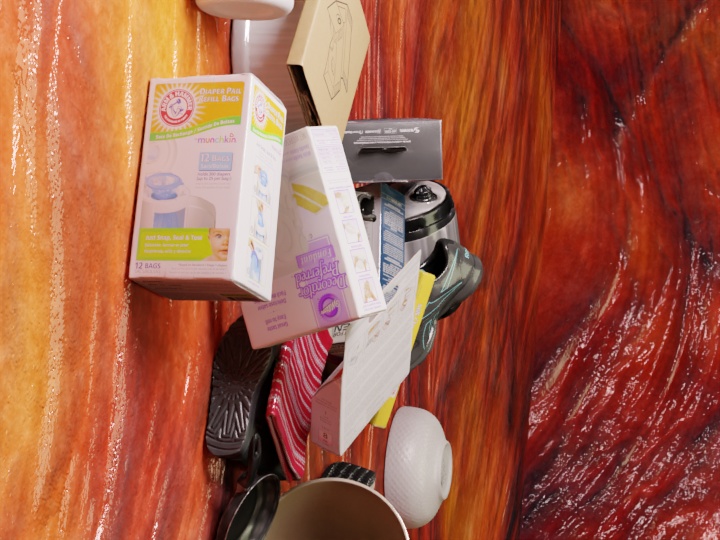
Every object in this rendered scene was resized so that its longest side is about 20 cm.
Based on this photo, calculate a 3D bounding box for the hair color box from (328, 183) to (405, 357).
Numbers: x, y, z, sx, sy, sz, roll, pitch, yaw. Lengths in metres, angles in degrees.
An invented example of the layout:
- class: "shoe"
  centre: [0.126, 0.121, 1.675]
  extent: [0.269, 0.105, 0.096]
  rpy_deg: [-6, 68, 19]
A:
- class: "hair color box"
  centre: [0.000, 0.000, 1.761]
  extent: [0.060, 0.099, 0.202]
  rpy_deg: [26, 60, -50]

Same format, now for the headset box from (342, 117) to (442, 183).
- class: "headset box"
  centre: [0.021, -0.151, 1.761]
  extent: [0.200, 0.147, 0.078]
  rpy_deg: [-120, -152, -83]

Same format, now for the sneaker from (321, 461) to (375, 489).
- class: "sneaker"
  centre: [-0.035, 0.333, 1.898]
  extent: [0.200, 0.070, 0.094]
  rpy_deg: [-52, 159, -67]

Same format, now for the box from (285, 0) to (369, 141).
- class: "box"
  centre: [-0.033, -0.243, 1.558]
  extent: [0.164, 0.021, 0.202]
  rpy_deg: [71, 27, -51]

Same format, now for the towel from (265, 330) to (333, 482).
- class: "towel"
  centre: [-0.068, 0.118, 1.591]
  extent: [0.145, 0.022, 0.202]
  rpy_deg: [78, 19, -49]

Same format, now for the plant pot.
- class: "plant pot"
  centre: [-0.036, 0.381, 1.720]
  extent: [0.201, 0.185, 0.189]
  rpy_deg: [92, 8, -58]

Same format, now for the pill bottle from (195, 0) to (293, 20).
- class: "pill bottle"
  centre: [-0.116, -0.367, 1.449]
  extent: [0.104, 0.103, 0.203]
  rpy_deg: [14, 78, -73]

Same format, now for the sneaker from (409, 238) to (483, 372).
- class: "sneaker"
  centre: [0.072, 0.045, 1.814]
  extent: [0.201, 0.075, 0.079]
  rpy_deg: [-54, 134, -6]

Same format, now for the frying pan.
- class: "frying pan"
  centre: [-0.131, 0.258, 1.532]
  extent: [0.116, 0.031, 0.191]
  rpy_deg: [-58, 156, -22]

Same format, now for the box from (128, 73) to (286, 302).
- class: "box"
  centre: [-0.145, -0.078, 1.360]
  extent: [0.101, 0.111, 0.203]
  rpy_deg: [37, 56, -69]

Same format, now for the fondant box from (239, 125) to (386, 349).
- class: "fondant box"
  centre: [-0.069, -0.034, 1.467]
  extent: [0.058, 0.143, 0.202]
  rpy_deg: [-13, 86, -58]

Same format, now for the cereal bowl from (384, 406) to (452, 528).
- class: "cereal bowl"
  centre: [0.102, 0.326, 2.316]
  extent: [0.200, 0.082, 0.203]
  rpy_deg: [2, 90, -75]

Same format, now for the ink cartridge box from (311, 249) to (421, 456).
- class: "ink cartridge box"
  centre: [0.005, 0.086, 1.587]
  extent: [0.163, 0.057, 0.202]
  rpy_deg: [-46, 147, -40]

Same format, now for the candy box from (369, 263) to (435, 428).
- class: "candy box"
  centre: [0.028, 0.088, 1.782]
  extent: [0.026, 0.102, 0.202]
  rpy_deg: [15, 94, -38]

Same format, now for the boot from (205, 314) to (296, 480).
- class: "boot"
  centre: [-0.103, 0.149, 1.602]
  extent: [0.200, 0.065, 0.167]
  rpy_deg: [40, 64, -64]

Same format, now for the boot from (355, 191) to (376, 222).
- class: "boot"
  centre: [-0.056, -0.080, 1.635]
  extent: [0.200, 0.129, 0.069]
  rpy_deg: [-14, 105, -73]

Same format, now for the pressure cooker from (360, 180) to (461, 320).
- class: "pressure cooker"
  centre: [0.052, -0.041, 1.917]
  extent: [0.176, 0.177, 0.202]
  rpy_deg: [-130, -153, -62]

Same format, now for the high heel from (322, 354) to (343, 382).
- class: "high heel"
  centre: [-0.049, 0.127, 1.842]
  extent: [0.096, 0.067, 0.202]
  rpy_deg: [-47, 138, -39]

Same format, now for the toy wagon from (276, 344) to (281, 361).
- class: "toy wagon"
  centre: [-0.079, 0.028, 1.691]
  extent: [0.200, 0.039, 0.157]
  rpy_deg: [-35, 133, -77]

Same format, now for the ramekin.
- class: "ramekin"
  centre: [-0.072, -0.251, 1.630]
  extent: [0.202, 0.093, 0.205]
  rpy_deg: [2, 90, -74]
